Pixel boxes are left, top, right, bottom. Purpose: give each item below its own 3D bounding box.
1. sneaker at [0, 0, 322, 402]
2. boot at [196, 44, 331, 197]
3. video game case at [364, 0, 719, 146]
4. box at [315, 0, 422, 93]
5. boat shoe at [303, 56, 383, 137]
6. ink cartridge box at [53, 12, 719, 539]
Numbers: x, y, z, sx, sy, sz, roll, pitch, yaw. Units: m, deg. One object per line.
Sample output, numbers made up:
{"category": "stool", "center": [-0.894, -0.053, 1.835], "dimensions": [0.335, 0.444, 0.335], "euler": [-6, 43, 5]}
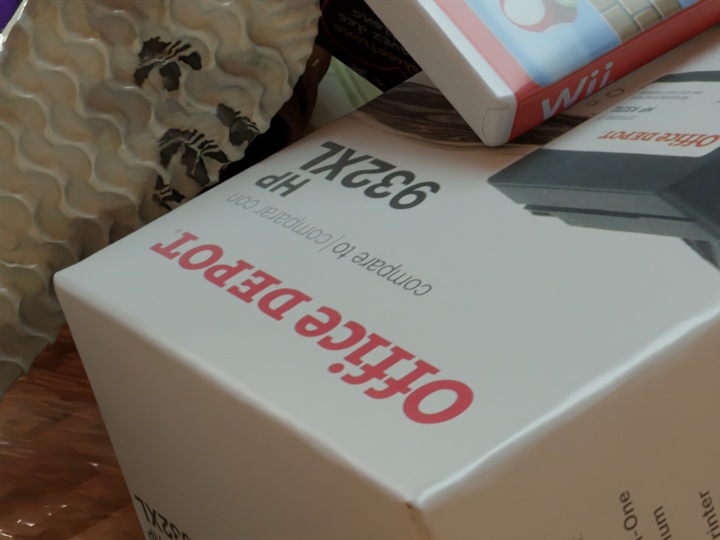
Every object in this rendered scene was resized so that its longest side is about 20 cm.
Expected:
{"category": "sneaker", "center": [-0.092, -0.022, 0.632], "dimensions": [0.200, 0.070, 0.100], "euler": [-37, 24, 10]}
{"category": "boot", "center": [-0.105, -0.073, 0.749], "dimensions": [0.199, 0.077, 0.156], "euler": [15, 26, -10]}
{"category": "video game case", "center": [0.066, -0.123, 0.608], "dimensions": [0.199, 0.017, 0.143], "euler": [-30, 66, -21]}
{"category": "box", "center": [0.043, -0.153, 0.708], "dimensions": [0.132, 0.200, 0.115], "euler": [36, -20, 3]}
{"category": "boat shoe", "center": [0.000, 0.000, 0.747], "dimensions": [0.066, 0.074, 0.200], "euler": [-21, 22, 0]}
{"category": "ink cartridge box", "center": [0.061, 0.007, 0.567], "dimensions": [0.199, 0.084, 0.145], "euler": [-30, 30, -21]}
